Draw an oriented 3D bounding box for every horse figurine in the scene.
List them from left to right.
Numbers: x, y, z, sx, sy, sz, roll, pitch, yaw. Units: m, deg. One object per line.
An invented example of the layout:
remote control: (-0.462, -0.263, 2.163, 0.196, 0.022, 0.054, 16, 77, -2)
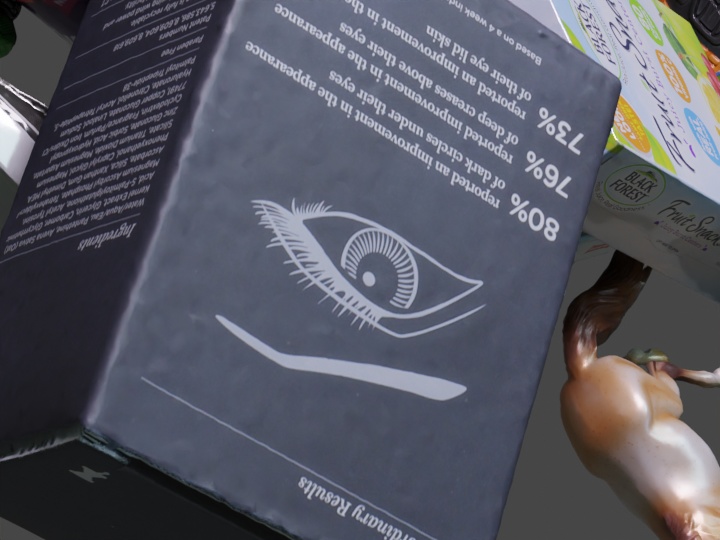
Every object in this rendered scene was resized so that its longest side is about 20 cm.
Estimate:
horse figurine: (0.141, 0.082, 1.135, 0.132, 0.050, 0.200, -8, 59, -56)

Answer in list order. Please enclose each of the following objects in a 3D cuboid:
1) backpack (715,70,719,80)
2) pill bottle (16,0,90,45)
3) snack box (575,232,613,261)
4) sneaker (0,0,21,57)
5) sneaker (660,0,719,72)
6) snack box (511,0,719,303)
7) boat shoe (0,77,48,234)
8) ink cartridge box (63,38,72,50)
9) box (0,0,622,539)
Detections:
backpack: (0.268, -0.048, 1.425, 0.153, 0.164, 0.200, 5, 8, -41)
pill bottle: (-0.079, -0.132, 0.906, 0.200, 0.111, 0.112, 39, 21, -32)
snack box: (0.042, -0.092, 1.218, 0.116, 0.037, 0.200, -13, 69, -47)
sneaker: (-0.159, -0.111, 0.959, 0.085, 0.078, 0.200, 46, 30, -11)
sneaker: (0.207, -0.181, 1.702, 0.092, 0.076, 0.200, 18, 34, -55)
snack box: (0.116, -0.073, 1.180, 0.200, 0.053, 0.142, 23, 37, -55)
boat shoe: (-0.076, -0.011, 0.887, 0.200, 0.071, 0.064, 44, 65, -15)
ink cartridge box: (-0.052, -0.107, 1.103, 0.147, 0.083, 0.200, 11, 38, -55)
box: (-0.024, 0.000, 0.809, 0.148, 0.104, 0.200, 32, 63, -28)
